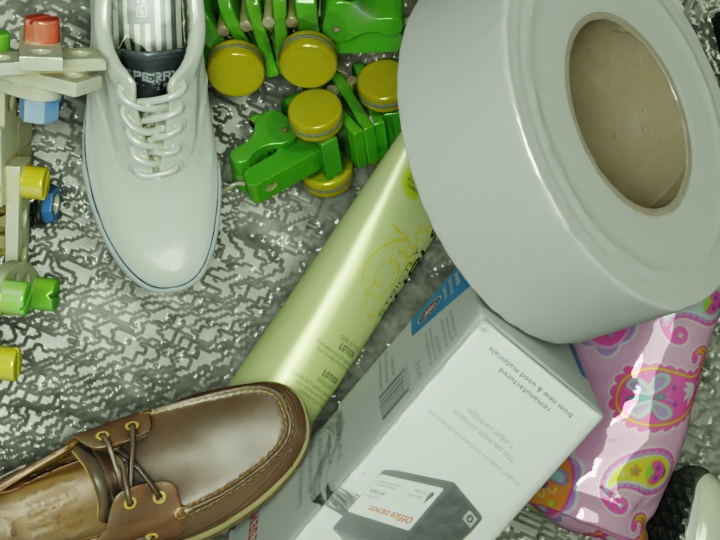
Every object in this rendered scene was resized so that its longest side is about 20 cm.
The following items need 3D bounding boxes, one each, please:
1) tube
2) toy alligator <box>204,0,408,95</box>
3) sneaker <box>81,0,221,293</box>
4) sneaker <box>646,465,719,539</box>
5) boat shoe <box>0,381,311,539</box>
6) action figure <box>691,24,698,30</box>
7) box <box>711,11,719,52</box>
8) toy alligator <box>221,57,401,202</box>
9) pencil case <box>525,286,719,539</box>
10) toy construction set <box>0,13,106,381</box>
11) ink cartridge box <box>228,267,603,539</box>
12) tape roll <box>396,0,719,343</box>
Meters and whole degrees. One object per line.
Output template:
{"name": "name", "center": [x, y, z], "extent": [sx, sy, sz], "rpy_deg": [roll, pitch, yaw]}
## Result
{"name": "tube", "center": [0.000, 0.000, 1.157], "extent": [0.052, 0.058, 0.200], "rpy_deg": [35, 85, -5]}
{"name": "toy alligator", "center": [-0.022, -0.137, 1.126], "extent": [0.199, 0.054, 0.059], "rpy_deg": [-7, 46, 9]}
{"name": "sneaker", "center": [-0.110, -0.085, 1.078], "extent": [0.073, 0.071, 0.201], "rpy_deg": [-8, 98, -5]}
{"name": "sneaker", "center": [0.196, 0.211, 1.194], "extent": [0.093, 0.070, 0.201], "rpy_deg": [7, 88, -22]}
{"name": "boat shoe", "center": [-0.121, 0.112, 1.102], "extent": [0.199, 0.068, 0.072], "rpy_deg": [-23, 74, 6]}
{"name": "action figure", "center": [0.139, -0.181, 1.170], "extent": [0.118, 0.102, 0.201], "rpy_deg": [-16, 90, -22]}
{"name": "box", "center": [0.324, -0.099, 1.210], "extent": [0.199, 0.086, 0.165], "rpy_deg": [-18, 92, -10]}
{"name": "toy alligator", "center": [-0.033, -0.074, 1.160], "extent": [0.199, 0.059, 0.054], "rpy_deg": [-24, 53, -11]}
{"name": "pencil case", "center": [0.151, 0.050, 1.177], "extent": [0.087, 0.087, 0.201], "rpy_deg": [19, 84, -10]}
{"name": "toy construction set", "center": [-0.188, -0.044, 1.077], "extent": [0.092, 0.131, 0.201], "rpy_deg": [20, 111, 2]}
{"name": "ink cartridge box", "center": [0.024, 0.106, 1.094], "extent": [0.084, 0.145, 0.200], "rpy_deg": [39, 99, -9]}
{"name": "tape roll", "center": [0.108, -0.069, 1.062], "extent": [0.202, 0.071, 0.203], "rpy_deg": [24, 56, -42]}
